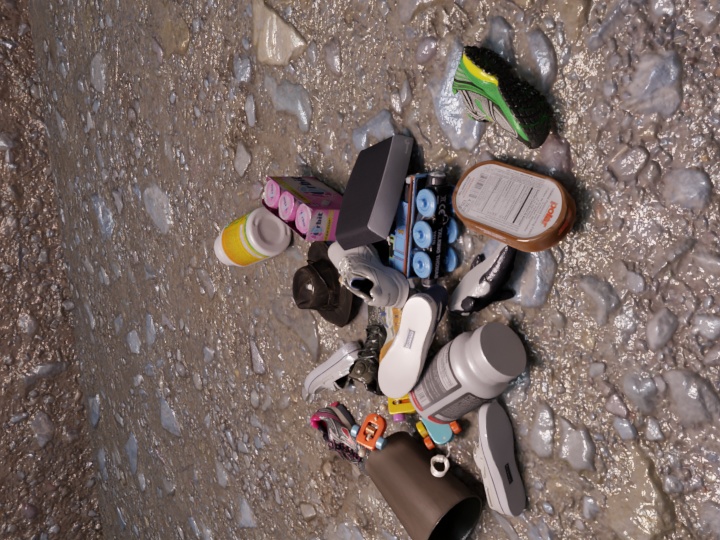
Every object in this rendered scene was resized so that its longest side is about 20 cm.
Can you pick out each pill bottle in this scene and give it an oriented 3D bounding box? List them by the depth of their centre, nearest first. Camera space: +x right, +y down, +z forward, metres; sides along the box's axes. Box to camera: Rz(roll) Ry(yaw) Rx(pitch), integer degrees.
[{"bbox_3d":[0.176,0.171,1.163,0.200,0.115,0.116,-45,67,46],"label":"pill bottle"},{"bbox_3d":[-0.255,-0.071,1.602,0.199,0.111,0.112,-17,89,50],"label":"pill bottle"}]

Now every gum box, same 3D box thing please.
[{"bbox_3d":[-0.103,-0.128,1.381,0.200,0.113,0.067,39,123,46],"label":"gum box"}]

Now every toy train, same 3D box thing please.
[{"bbox_3d":[0.107,-0.075,1.195,0.114,0.086,0.201,26,121,50],"label":"toy train"},{"bbox_3d":[0.090,0.298,1.293,0.199,0.056,0.151,16,78,26],"label":"toy train"}]

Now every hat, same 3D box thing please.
[{"bbox_3d":[-0.094,0.041,1.445,0.200,0.081,0.202,39,140,44],"label":"hat"}]

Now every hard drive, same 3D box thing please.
[{"bbox_3d":[0.020,-0.140,1.226,0.135,0.042,0.201,-13,55,52],"label":"hard drive"}]

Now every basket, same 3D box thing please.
[{"bbox_3d":[0.109,0.411,1.307,0.200,0.135,0.181,43,143,39],"label":"basket"}]

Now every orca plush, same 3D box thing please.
[{"bbox_3d":[0.220,0.014,1.126,0.201,0.071,0.105,-59,12,30],"label":"orca plush"}]

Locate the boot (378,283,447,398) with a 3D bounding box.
[{"bbox_3d":[0.096,0.121,1.188,0.073,0.090,0.201,30,116,20],"label":"boot"}]

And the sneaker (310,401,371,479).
[{"bbox_3d":[-0.030,0.375,1.502,0.200,0.074,0.081,41,130,34],"label":"sneaker"}]

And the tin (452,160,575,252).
[{"bbox_3d":[0.223,-0.098,1.041,0.200,0.042,0.112,27,90,42],"label":"tin"}]

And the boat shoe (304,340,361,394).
[{"bbox_3d":[-0.056,0.227,1.486,0.200,0.073,0.067,-50,61,44],"label":"boat shoe"}]

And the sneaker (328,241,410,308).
[{"bbox_3d":[0.000,0.000,1.229,0.200,0.087,0.075,36,119,43],"label":"sneaker"}]

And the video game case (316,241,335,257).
[{"bbox_3d":[-0.018,-0.053,1.400,0.200,0.017,0.144,-43,69,47],"label":"video game case"}]

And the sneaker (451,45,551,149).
[{"bbox_3d":[0.208,-0.246,1.039,0.200,0.078,0.085,59,146,32],"label":"sneaker"}]

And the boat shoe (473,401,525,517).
[{"bbox_3d":[0.224,0.320,1.193,0.070,0.071,0.201,-8,102,48],"label":"boat shoe"}]

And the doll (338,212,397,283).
[{"bbox_3d":[0.019,-0.052,1.299,0.136,0.048,0.201,36,122,17],"label":"doll"}]

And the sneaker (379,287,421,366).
[{"bbox_3d":[0.088,0.130,1.271,0.075,0.088,0.201,12,103,49],"label":"sneaker"}]

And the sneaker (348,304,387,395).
[{"bbox_3d":[0.030,0.145,1.332,0.076,0.114,0.201,0,99,48],"label":"sneaker"}]
